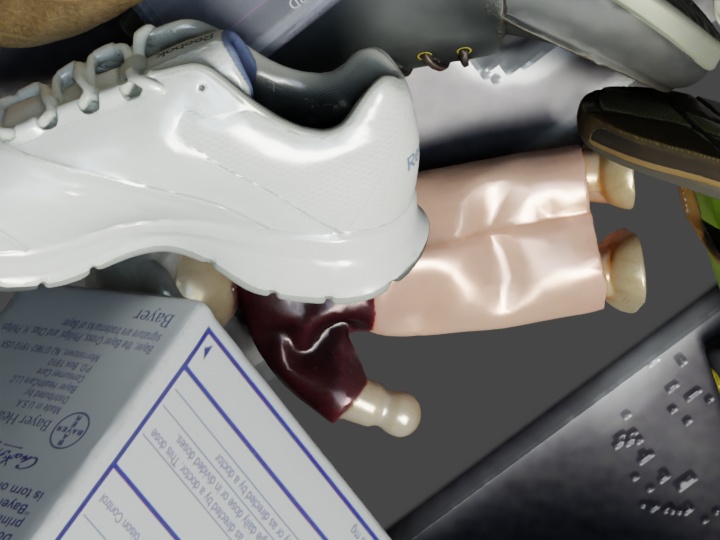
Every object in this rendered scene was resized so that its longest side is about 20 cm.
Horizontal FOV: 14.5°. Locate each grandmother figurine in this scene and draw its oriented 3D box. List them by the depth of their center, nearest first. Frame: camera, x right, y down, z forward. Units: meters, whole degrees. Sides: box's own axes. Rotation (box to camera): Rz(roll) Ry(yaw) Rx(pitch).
[{"bbox_3d":[0.000,0.000,1.024,0.199,0.061,0.122,-6,82,-5],"label":"grandmother figurine"}]

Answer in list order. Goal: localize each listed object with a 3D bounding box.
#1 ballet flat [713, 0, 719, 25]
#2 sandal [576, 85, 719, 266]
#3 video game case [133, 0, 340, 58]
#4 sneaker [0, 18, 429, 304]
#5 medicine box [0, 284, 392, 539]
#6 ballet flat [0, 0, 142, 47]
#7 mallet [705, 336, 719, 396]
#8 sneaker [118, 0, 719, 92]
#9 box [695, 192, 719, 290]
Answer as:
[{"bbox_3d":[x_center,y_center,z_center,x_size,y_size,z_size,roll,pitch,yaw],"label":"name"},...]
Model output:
[{"bbox_3d":[0.155,-0.120,0.985,0.071,0.069,0.201,-6,84,13],"label":"ballet flat"},{"bbox_3d":[0.164,-0.007,0.988,0.199,0.082,0.055,24,107,-4],"label":"sandal"},{"bbox_3d":[-0.057,-0.176,0.926,0.143,0.019,0.200,-36,94,17],"label":"video game case"},{"bbox_3d":[-0.075,-0.044,0.923,0.199,0.075,0.087,0,128,-7],"label":"sneaker"},{"bbox_3d":[-0.090,0.137,0.965,0.200,0.103,0.182,-54,127,-25],"label":"medicine box"},{"bbox_3d":[-0.056,-0.128,0.891,0.199,0.072,0.068,-25,96,16],"label":"ballet flat"},{"bbox_3d":[0.169,0.123,1.088,0.041,0.066,0.201,-19,110,-1],"label":"mallet"},{"bbox_3d":[0.021,-0.089,0.992,0.199,0.075,0.107,25,106,-7],"label":"sneaker"},{"bbox_3d":[0.207,0.042,1.032,0.121,0.048,0.201,-17,84,-1],"label":"box"}]
